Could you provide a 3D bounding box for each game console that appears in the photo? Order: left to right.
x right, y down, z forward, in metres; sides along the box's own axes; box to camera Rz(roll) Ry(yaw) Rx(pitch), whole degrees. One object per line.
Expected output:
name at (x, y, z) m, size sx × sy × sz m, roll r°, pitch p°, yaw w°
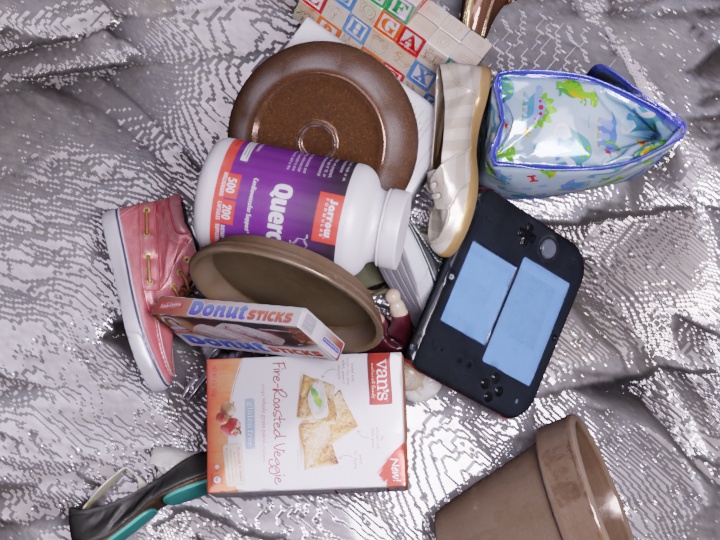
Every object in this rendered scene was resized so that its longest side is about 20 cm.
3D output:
game console at (0.144, 0.038, 1.603) m, size 0.176 × 0.031 × 0.201 m, roll 30°, pitch 78°, yaw -38°

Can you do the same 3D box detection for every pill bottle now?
pill bottle at (-0.055, -0.058, 1.499) m, size 0.199 × 0.112 × 0.113 m, roll 11°, pitch 81°, yaw 8°

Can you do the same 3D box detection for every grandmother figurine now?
grandmother figurine at (0.005, 0.065, 1.597) m, size 0.200 × 0.121 × 0.061 m, roll 41°, pitch 47°, yaw -15°

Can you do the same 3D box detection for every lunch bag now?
lunch bag at (0.225, -0.139, 1.610) m, size 0.198 × 0.170 × 0.128 m, roll 5°, pitch 84°, yaw -1°

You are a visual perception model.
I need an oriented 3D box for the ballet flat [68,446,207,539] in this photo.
ballet flat at (-0.214, 0.224, 1.595) m, size 0.199 × 0.068 × 0.069 m, roll -28°, pitch 75°, yaw -6°

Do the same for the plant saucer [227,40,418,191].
plant saucer at (-0.041, -0.130, 1.563) m, size 0.199 × 0.037 × 0.202 m, roll 1°, pitch 99°, yaw 8°

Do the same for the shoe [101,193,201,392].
shoe at (-0.204, 0.020, 1.619) m, size 0.090 × 0.071 × 0.201 m, roll -16°, pitch 78°, yaw 1°

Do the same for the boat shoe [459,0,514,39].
boat shoe at (0.155, -0.326, 1.683) m, size 0.067 × 0.072 × 0.201 m, roll 17°, pitch 79°, yaw 2°

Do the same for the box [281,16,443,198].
box at (-0.012, -0.152, 1.639) m, size 0.199 × 0.097 × 0.125 m, roll 36°, pitch 82°, yaw 2°

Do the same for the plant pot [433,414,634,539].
plant pot at (0.172, 0.267, 1.552) m, size 0.174 × 0.200 × 0.201 m, roll -22°, pitch 83°, yaw 12°

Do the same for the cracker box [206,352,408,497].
cracker box at (-0.053, 0.155, 1.542) m, size 0.198 × 0.058 × 0.135 m, roll -3°, pitch 77°, yaw 2°

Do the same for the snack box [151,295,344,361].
snack box at (-0.113, 0.056, 1.529) m, size 0.199 × 0.072 × 0.024 m, roll 4°, pitch 63°, yaw 39°

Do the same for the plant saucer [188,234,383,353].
plant saucer at (-0.068, 0.021, 1.486) m, size 0.199 × 0.200 × 0.030 m, roll 21°, pitch 67°, yaw 1°

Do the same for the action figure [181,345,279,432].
action figure at (-0.099, 0.139, 1.612) m, size 0.200 × 0.069 × 0.130 m, roll 42°, pitch 90°, yaw 8°

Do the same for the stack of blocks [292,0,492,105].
stack of blocks at (0.037, -0.264, 1.642) m, size 0.200 × 0.115 × 0.059 m, roll 36°, pitch 49°, yaw 3°

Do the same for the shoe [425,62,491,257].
shoe at (0.088, -0.114, 1.558) m, size 0.053 × 0.070 × 0.202 m, roll 12°, pitch 81°, yaw -17°

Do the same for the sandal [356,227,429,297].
sandal at (0.000, -0.001, 1.637) m, size 0.200 × 0.057 × 0.080 m, roll -21°, pitch 83°, yaw -4°

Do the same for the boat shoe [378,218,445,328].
boat shoe at (0.074, 0.009, 1.608) m, size 0.071 × 0.072 × 0.201 m, roll -39°, pitch 124°, yaw -19°
